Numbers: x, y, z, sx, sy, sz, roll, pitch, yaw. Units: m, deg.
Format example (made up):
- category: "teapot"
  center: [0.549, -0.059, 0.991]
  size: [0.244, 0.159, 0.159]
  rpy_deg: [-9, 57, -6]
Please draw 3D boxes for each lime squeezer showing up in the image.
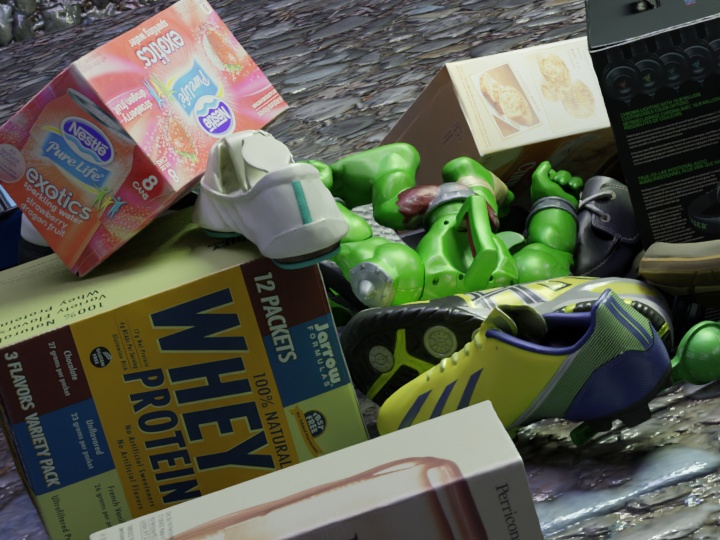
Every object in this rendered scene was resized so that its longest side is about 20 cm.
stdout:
- category: "lime squeezer"
  center: [0.210, 0.052, 1.363]
  size: [0.199, 0.038, 0.071]
  rpy_deg: [-15, 47, 8]

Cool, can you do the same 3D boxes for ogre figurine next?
- category: "ogre figurine"
  center: [0.051, -0.020, 1.518]
  size: [0.098, 0.199, 0.120]
  rpy_deg: [-52, 35, 29]

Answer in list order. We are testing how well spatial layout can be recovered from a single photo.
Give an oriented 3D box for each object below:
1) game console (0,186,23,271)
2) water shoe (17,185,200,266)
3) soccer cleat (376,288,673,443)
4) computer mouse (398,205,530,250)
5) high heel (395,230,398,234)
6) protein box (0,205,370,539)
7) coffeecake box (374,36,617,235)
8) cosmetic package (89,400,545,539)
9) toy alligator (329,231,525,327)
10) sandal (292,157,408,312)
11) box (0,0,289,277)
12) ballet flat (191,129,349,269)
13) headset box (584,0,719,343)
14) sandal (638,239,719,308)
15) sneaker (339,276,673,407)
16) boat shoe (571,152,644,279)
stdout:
- category: "game console"
  center: [-0.189, -0.077, 1.732]
  size: [0.199, 0.119, 0.171]
  rpy_deg: [-22, 46, -18]
- category: "water shoe"
  center: [-0.132, -0.011, 1.642]
  size: [0.199, 0.079, 0.072]
  rpy_deg: [2, 23, -22]
- category: "soccer cleat"
  center: [0.081, 0.053, 1.355]
  size: [0.200, 0.084, 0.065]
  rpy_deg: [-15, 26, 43]
- category: "computer mouse"
  center: [0.023, 0.004, 1.730]
  size: [0.199, 0.046, 0.140]
  rpy_deg: [-14, -6, -5]
- category: "high heel"
  center: [-0.027, -0.038, 1.757]
  size: [0.199, 0.068, 0.096]
  rpy_deg: [10, -32, -42]
- category: "protein box"
  center: [-0.123, 0.058, 1.502]
  size: [0.198, 0.136, 0.200]
  rpy_deg: [-19, 14, -11]
- category: "coffeecake box"
  center: [0.129, -0.099, 1.731]
  size: [0.199, 0.073, 0.154]
  rpy_deg: [-13, -16, -25]
- category: "cosmetic package"
  center: [-0.014, 0.146, 1.124]
  size: [0.199, 0.104, 0.087]
  rpy_deg: [-20, 16, -3]
- category: "toy alligator"
  center: [0.018, 0.023, 1.640]
  size: [0.199, 0.059, 0.054]
  rpy_deg: [-15, 55, 8]
- category: "sandal"
  center: [0.000, 0.001, 1.591]
  size: [0.076, 0.043, 0.200]
  rpy_deg: [-27, 57, -32]
- category: "box"
  center: [-0.137, -0.087, 1.536]
  size: [0.095, 0.103, 0.200]
  rpy_deg: [-37, 3, 26]
- category: "ballet flat"
  center: [-0.056, -0.050, 1.423]
  size: [0.069, 0.070, 0.200]
  rpy_deg: [-21, 15, -13]
- category: "headset box"
  center: [0.203, -0.083, 1.512]
  size: [0.092, 0.201, 0.174]
  rpy_deg: [-15, 16, 9]
- category: "sandal"
  center: [0.249, -0.009, 1.381]
  size: [0.199, 0.080, 0.054]
  rpy_deg: [4, 69, 37]
- category: "sneaker"
  center: [0.087, 0.044, 1.450]
  size: [0.199, 0.076, 0.076]
  rpy_deg: [-2, 17, 15]
- category: "boat shoe"
  center: [0.153, -0.026, 1.630]
  size: [0.072, 0.068, 0.200]
  rpy_deg: [-6, 20, 33]
